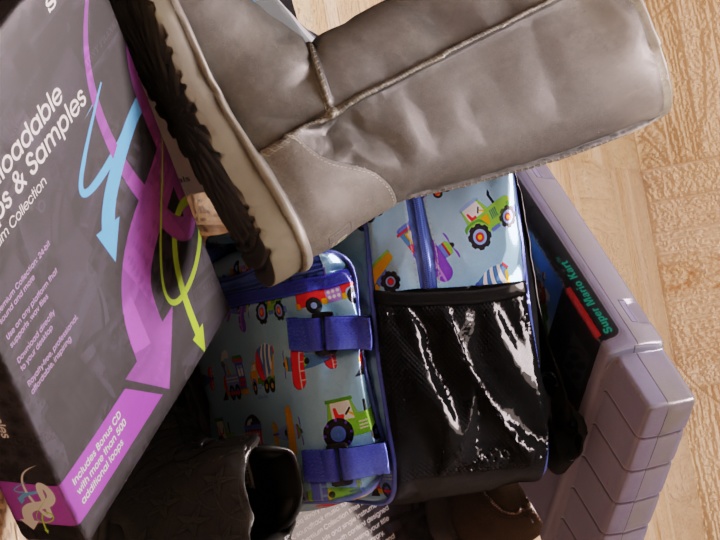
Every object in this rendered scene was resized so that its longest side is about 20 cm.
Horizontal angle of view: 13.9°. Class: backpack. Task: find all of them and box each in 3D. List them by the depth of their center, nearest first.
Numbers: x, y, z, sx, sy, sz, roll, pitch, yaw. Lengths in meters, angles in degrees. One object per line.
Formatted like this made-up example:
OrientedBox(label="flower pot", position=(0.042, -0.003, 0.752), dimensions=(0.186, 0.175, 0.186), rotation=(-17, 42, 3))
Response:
OrientedBox(label="backpack", position=(0.000, 0.000, 1.318), dimensions=(0.183, 0.134, 0.200), rotation=(180, -98, -66))

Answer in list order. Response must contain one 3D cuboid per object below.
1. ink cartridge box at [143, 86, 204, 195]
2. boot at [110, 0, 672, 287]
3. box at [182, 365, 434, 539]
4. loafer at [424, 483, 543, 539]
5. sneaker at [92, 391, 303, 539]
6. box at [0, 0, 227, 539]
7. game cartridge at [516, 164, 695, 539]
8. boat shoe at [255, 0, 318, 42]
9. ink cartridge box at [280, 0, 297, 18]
OrientedBox(label="ink cartridge box", position=(-0.113, -0.148, 1.301), dimensions=(0.146, 0.084, 0.200), rotation=(-78, 154, -58))
OrientedBox(label="boot", position=(0.011, -0.104, 1.224), dimensions=(0.182, 0.200, 0.073), rotation=(62, -14, -4))
OrientedBox(label="box", position=(-0.014, 0.094, 1.438), dimensions=(0.143, 0.036, 0.200), rotation=(-30, 107, -37))
OrientedBox(label="loafer", position=(0.085, 0.048, 1.463), dimensions=(0.073, 0.071, 0.200), rotation=(24, 65, -45))
OrientedBox(label="sneaker", position=(-0.066, 0.098, 1.257), dimensions=(0.200, 0.104, 0.060), rotation=(-76, 145, -59))
OrientedBox(label="box", position=(-0.121, -0.014, 1.152), dimensions=(0.143, 0.036, 0.200), rotation=(-60, 141, -41))
OrientedBox(label="game cartridge", position=(0.081, 0.032, 1.351), dimensions=(0.130, 0.038, 0.200), rotation=(99, -30, -44))
OrientedBox(label="boat shoe", position=(-0.034, -0.081, 1.475), dimensions=(0.071, 0.200, 0.091), rotation=(-52, 172, -8))
OrientedBox(label="ink cartridge box", position=(-0.064, -0.150, 1.636), dimensions=(0.095, 0.037, 0.200), rotation=(-76, 151, -61))
